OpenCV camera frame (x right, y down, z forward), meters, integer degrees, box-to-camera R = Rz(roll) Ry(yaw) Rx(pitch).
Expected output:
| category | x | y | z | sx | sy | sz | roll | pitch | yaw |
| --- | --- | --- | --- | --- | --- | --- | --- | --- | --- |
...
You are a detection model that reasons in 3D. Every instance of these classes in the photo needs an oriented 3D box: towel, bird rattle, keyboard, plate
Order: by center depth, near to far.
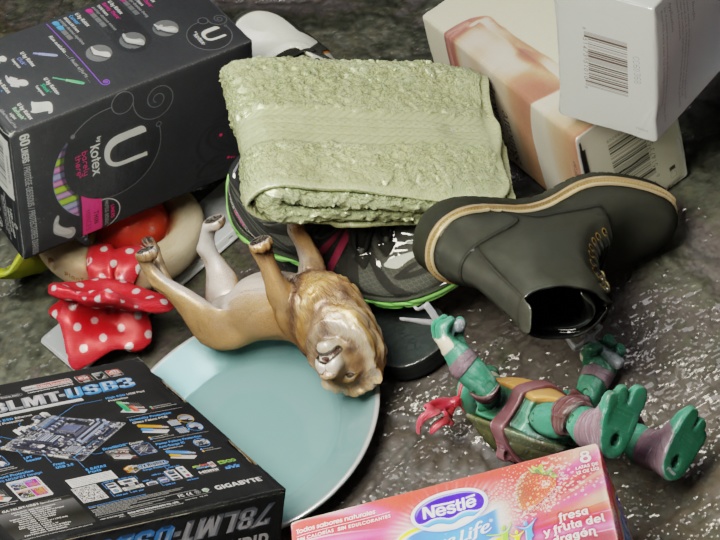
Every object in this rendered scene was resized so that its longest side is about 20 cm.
| category | x | y | z | sx | sy | sz | roll | pitch | yaw |
| --- | --- | --- | --- | --- | --- | --- | --- | --- | --- |
| towel | 0.006 | -0.092 | 1.400 | 0.198 | 0.037 | 0.149 | 0 | 49 | -17 |
| plate | -0.078 | 0.112 | 1.416 | 0.199 | 0.026 | 0.201 | -12 | 45 | 12 |
| bird rattle | -0.192 | -0.025 | 1.533 | 0.163 | 0.113 | 0.199 | -30 | 40 | -30 |
| keyboard | -0.157 | 0.002 | 1.564 | 0.200 | 0.011 | 0.056 | -42 | 42 | -17 |

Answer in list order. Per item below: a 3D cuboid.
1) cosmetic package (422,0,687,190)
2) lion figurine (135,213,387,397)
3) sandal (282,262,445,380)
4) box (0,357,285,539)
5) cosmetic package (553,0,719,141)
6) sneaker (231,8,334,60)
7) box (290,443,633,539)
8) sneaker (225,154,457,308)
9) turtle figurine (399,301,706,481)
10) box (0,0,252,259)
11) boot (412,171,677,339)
| category | x | y | z | sx | sy | sz | roll | pitch | yaw |
| --- | --- | --- | --- | --- | --- | --- | --- | --- | --- |
| cosmetic package | 0.141 | -0.130 | 1.492 | 0.087 | 0.104 | 0.200 | -33 | 44 | -12 |
| lion figurine | -0.069 | 0.026 | 1.419 | 0.199 | 0.123 | 0.072 | 3 | 33 | 46 |
| sandal | 0.001 | 0.000 | 1.469 | 0.075 | 0.048 | 0.200 | -35 | 45 | -11 |
| box | -0.182 | 0.132 | 1.313 | 0.199 | 0.050 | 0.198 | -9 | 27 | -35 |
| cosmetic package | 0.215 | -0.193 | 1.381 | 0.081 | 0.113 | 0.200 | 20 | 47 | 29 |
| sneaker | -0.029 | -0.131 | 1.495 | 0.074 | 0.080 | 0.200 | -36 | 66 | -15 |
| box | 0.067 | 0.193 | 1.227 | 0.198 | 0.103 | 0.095 | -16 | 45 | 10 |
| sneaker | -0.011 | -0.032 | 1.419 | 0.199 | 0.084 | 0.077 | 15 | 63 | 20 |
| turtle figurine | 0.119 | 0.079 | 1.316 | 0.149 | 0.102 | 0.199 | -2 | 15 | -39 |
| box | -0.186 | -0.115 | 1.481 | 0.199 | 0.123 | 0.106 | -25 | 50 | -25 |
| boot | 0.152 | 0.000 | 1.340 | 0.199 | 0.078 | 0.138 | -12 | 28 | -25 |
